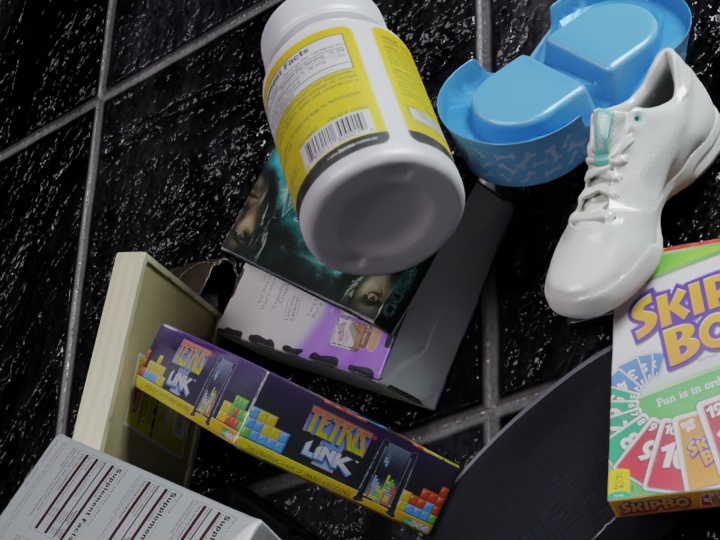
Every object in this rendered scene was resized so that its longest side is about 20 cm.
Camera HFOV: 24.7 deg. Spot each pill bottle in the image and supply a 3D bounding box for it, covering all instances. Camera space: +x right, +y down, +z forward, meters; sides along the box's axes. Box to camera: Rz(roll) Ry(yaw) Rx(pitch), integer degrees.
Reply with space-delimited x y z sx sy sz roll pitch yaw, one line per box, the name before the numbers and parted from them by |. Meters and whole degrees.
pill bottle | -0.005 -0.103 1.152 0.114 0.114 0.201 -39 43 22

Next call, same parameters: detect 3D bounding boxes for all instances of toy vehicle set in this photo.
toy vehicle set | -0.162 0.102 1.241 0.026 0.124 0.201 -2 64 26

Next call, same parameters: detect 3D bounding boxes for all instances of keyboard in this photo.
keyboard | 0.155 -0.050 1.177 0.127 0.021 0.201 -20 53 33

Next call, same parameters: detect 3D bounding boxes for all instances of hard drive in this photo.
hard drive | 0.129 0.148 1.073 0.200 0.042 0.135 -46 42 16

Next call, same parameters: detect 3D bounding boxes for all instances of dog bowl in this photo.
dog bowl | 0.146 -0.129 1.150 0.200 0.050 0.111 -36 44 -19

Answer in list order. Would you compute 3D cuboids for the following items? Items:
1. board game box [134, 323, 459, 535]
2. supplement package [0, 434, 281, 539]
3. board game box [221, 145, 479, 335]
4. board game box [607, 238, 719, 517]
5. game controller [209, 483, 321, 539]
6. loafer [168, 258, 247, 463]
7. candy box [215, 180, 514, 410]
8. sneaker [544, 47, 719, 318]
board game box | -0.049 0.107 1.156 0.200 0.165 0.057 17 78 62
supplement package | -0.126 0.238 1.090 0.199 0.191 0.147 16 64 39
board game box | -0.012 -0.043 1.231 0.200 0.028 0.136 24 84 48
board game box | 0.204 0.056 1.023 0.095 0.030 0.201 -10 47 23
game controller | -0.071 0.238 1.237 0.200 0.042 0.105 25 101 50
loafer | -0.128 0.065 1.361 0.071 0.073 0.201 -35 46 28
candy box | 0.000 0.000 1.271 0.199 0.071 0.169 13 77 48
sneaker | 0.167 -0.061 1.075 0.075 0.089 0.200 6 50 41
